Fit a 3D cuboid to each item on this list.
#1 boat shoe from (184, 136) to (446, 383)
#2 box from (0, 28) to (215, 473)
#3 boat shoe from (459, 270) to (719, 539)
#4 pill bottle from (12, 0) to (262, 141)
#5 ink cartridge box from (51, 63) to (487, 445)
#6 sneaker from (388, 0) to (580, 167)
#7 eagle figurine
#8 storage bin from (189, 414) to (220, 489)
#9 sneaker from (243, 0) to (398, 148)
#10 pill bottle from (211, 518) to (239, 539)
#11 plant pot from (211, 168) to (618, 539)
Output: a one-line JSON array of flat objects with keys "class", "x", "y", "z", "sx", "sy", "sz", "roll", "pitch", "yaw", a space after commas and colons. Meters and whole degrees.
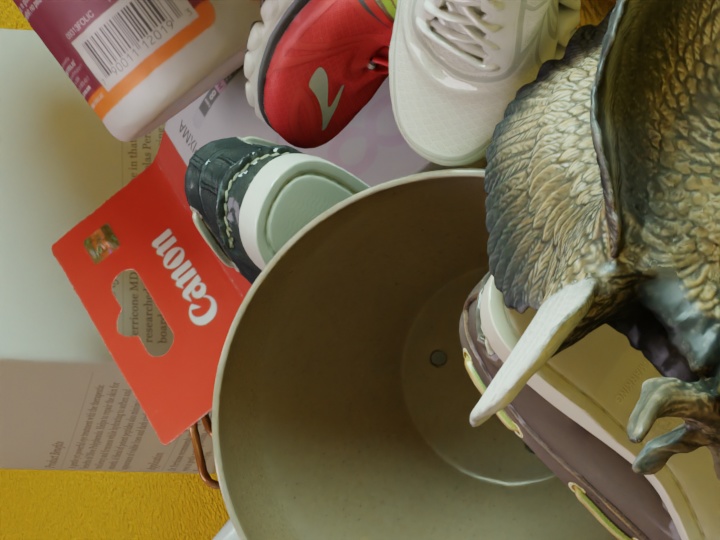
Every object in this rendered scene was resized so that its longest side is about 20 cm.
[{"class": "boat shoe", "x": 0.000, "y": 0.000, "z": 1.189, "sx": 0.060, "sy": 0.076, "sz": 0.200, "roll": 26, "pitch": 166, "yaw": 43}, {"class": "box", "x": -0.149, "y": -0.006, "z": 1.558, "sx": 0.199, "sy": 0.170, "sz": 0.201, "roll": 119, "pitch": 150, "yaw": -66}, {"class": "boat shoe", "x": 0.115, "y": 0.073, "z": 0.999, "sx": 0.200, "sy": 0.072, "sz": 0.060, "roll": 44, "pitch": 157, "yaw": 0}, {"class": "pill bottle", "x": -0.123, "y": -0.169, "z": 1.248, "sx": 0.200, "sy": 0.114, "sz": 0.114, "roll": 54, "pitch": 161, "yaw": -1}, {"class": "ink cartridge box", "x": -0.051, "y": -0.038, "z": 1.284, "sx": 0.163, "sy": 0.200, "sz": 0.057, "roll": 55, "pitch": 180, "yaw": 44}, {"class": "sneaker", "x": 0.048, "y": -0.116, "z": 1.004, "sx": 0.075, "sy": 0.081, "sz": 0.201, "roll": 29, "pitch": 128, "yaw": 11}, {"class": "eagle figurine", "x": 0.102, "y": -0.034, "z": 0.920, "sx": 0.151, "sy": 0.151, "sz": 0.201, "roll": 22, "pitch": -132, "yaw": -60}, {"class": "storage bin", "x": -0.017, "y": 0.044, "z": 1.362, "sx": 0.200, "sy": 0.145, "sz": 0.135, "roll": 100, "pitch": 159, "yaw": -54}, {"class": "sneaker", "x": 0.025, "y": -0.105, "z": 1.101, "sx": 0.200, "sy": 0.077, "sz": 0.085, "roll": -48, "pitch": 68, "yaw": 38}, {"class": "pill bottle", "x": 0.014, "y": 0.184, "z": 1.279, "sx": 0.200, "sy": 0.112, "sz": 0.112, "roll": 42, "pitch": 160, "yaw": -1}, {"class": "plant pot", "x": 0.052, "y": 0.053, "z": 1.107, "sx": 0.134, "sy": 0.199, "sz": 0.201, "roll": -36, "pitch": -68, "yaw": -78}]
